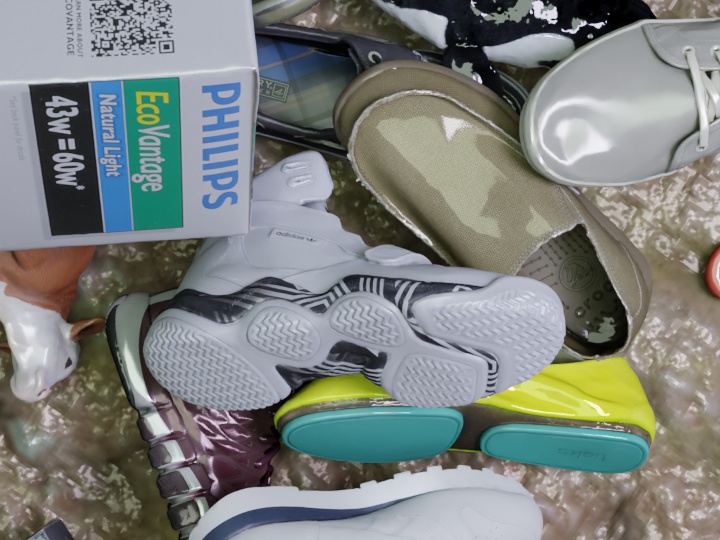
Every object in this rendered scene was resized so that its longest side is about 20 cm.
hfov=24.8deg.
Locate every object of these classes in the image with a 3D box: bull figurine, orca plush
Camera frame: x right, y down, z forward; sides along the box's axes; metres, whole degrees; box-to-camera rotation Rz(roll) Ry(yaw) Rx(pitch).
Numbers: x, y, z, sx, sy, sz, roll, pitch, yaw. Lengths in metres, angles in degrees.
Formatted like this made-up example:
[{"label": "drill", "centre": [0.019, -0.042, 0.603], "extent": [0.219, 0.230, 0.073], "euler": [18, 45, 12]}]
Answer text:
[{"label": "bull figurine", "centre": [-0.161, -0.038, 0.821], "extent": [0.064, 0.121, 0.202], "euler": [13, 82, 25]}, {"label": "orca plush", "centre": [0.095, -0.132, 0.813], "extent": [0.199, 0.071, 0.106], "euler": [34, 61, 2]}]

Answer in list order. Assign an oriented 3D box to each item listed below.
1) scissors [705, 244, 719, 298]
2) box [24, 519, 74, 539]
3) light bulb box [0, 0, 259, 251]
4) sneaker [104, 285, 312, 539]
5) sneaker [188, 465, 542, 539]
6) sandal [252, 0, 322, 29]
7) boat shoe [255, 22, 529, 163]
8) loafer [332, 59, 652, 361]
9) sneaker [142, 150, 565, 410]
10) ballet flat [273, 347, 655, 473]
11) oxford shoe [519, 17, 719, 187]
[{"label": "scissors", "centre": [0.280, -0.002, 0.852], "extent": [0.198, 0.014, 0.074], "euler": [-14, 87, 2]}, {"label": "box", "centre": [-0.167, 0.256, 0.839], "extent": [0.157, 0.050, 0.201], "euler": [-34, 88, 0]}, {"label": "light bulb box", "centre": [-0.149, -0.122, 0.707], "extent": [0.197, 0.125, 0.200], "euler": [-3, 61, -7]}, {"label": "sneaker", "centre": [-0.047, 0.093, 0.830], "extent": [0.114, 0.076, 0.202], "euler": [-20, 92, -7]}, {"label": "sneaker", "centre": [0.012, 0.149, 0.786], "extent": [0.198, 0.081, 0.077], "euler": [-5, 129, -32]}, {"label": "sandal", "centre": [-0.018, -0.207, 0.822], "extent": [0.057, 0.079, 0.202], "euler": [37, 75, -35]}, {"label": "boat shoe", "centre": [-0.006, -0.092, 0.834], "extent": [0.198, 0.066, 0.071], "euler": [15, 89, 2]}, {"label": "loafer", "centre": [0.072, -0.027, 0.801], "extent": [0.199, 0.068, 0.076], "euler": [35, 108, -17]}, {"label": "sneaker", "centre": [0.000, 0.000, 0.767], "extent": [0.198, 0.075, 0.116], "euler": [-5, 47, 19]}, {"label": "ballet flat", "centre": [0.053, 0.062, 0.824], "extent": [0.197, 0.067, 0.068], "euler": [5, 58, -12]}, {"label": "oxford shoe", "centre": [0.170, -0.087, 0.779], "extent": [0.198, 0.058, 0.076], "euler": [-13, 97, -12]}]
